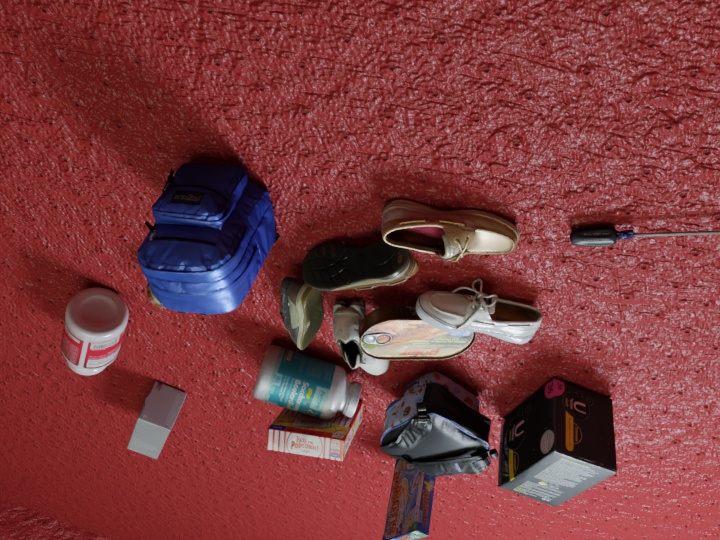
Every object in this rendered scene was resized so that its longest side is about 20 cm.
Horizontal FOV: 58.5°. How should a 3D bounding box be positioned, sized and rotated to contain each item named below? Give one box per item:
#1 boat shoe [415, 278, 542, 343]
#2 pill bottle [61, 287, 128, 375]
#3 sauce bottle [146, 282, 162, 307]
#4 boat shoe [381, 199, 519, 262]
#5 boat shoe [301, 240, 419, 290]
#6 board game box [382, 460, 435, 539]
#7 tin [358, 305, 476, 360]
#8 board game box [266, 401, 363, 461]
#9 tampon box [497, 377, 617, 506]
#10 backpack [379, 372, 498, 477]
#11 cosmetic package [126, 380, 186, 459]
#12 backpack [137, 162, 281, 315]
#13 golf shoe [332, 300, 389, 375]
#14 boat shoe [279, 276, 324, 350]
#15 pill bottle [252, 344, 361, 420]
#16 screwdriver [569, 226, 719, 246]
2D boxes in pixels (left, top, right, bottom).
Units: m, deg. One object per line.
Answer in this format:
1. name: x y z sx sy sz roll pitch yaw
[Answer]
1. boat shoe: 0.192 0.059 1.015 0.202 0.075 0.086 15 140 -4
2. pill bottle: -0.533 0.129 1.283 0.112 0.112 0.200 25 138 -11
3. sauce bottle: -0.285 0.016 1.117 0.200 0.066 0.066 -16 131 30
4. boat shoe: 0.125 -0.046 0.920 0.200 0.069 0.074 9 139 7
5. boat shoe: 0.000 0.000 1.006 0.200 0.076 0.074 -2 166 35
6. board game box: 0.114 0.506 1.447 0.034 0.200 0.135 29 137 -16
7. tin: 0.095 0.106 1.086 0.200 0.042 0.112 2 133 -12
8. board game box: -0.087 0.311 1.300 0.151 0.200 0.046 6 100 9
9. tampon box: 0.363 0.325 1.206 0.126 0.150 0.200 20 139 -8
10. backpack: 0.135 0.301 1.249 0.200 0.154 0.190 39 126 -17
11. cosmetic package: -0.488 0.360 1.536 0.090 0.107 0.200 26 140 -12
12. backpack: -0.230 -0.046 0.926 0.162 0.200 0.168 3 138 15
13. golf shoe: -0.006 0.146 1.156 0.078 0.097 0.200 -8 135 23
14. boat shoe: -0.107 0.071 1.128 0.066 0.072 0.201 30 151 13
15. pill bottle: -0.102 0.226 1.263 0.200 0.111 0.111 18 139 -4
16. screwdriver: 0.389 -0.051 0.873 0.200 0.029 0.028 -5 136 16
